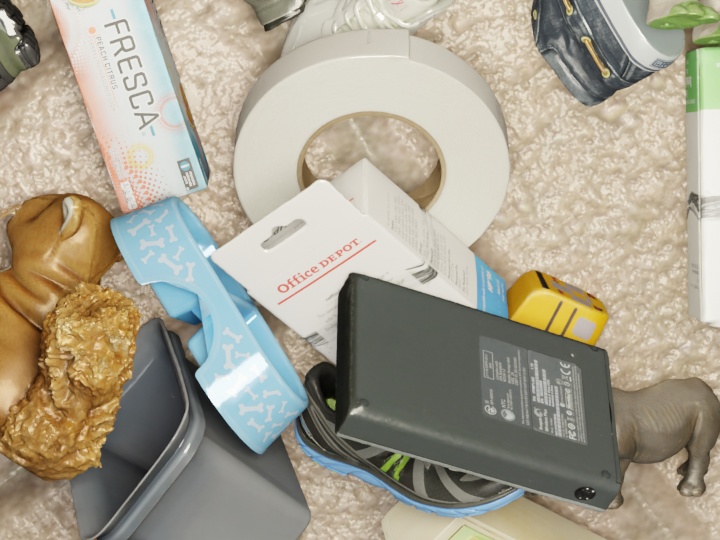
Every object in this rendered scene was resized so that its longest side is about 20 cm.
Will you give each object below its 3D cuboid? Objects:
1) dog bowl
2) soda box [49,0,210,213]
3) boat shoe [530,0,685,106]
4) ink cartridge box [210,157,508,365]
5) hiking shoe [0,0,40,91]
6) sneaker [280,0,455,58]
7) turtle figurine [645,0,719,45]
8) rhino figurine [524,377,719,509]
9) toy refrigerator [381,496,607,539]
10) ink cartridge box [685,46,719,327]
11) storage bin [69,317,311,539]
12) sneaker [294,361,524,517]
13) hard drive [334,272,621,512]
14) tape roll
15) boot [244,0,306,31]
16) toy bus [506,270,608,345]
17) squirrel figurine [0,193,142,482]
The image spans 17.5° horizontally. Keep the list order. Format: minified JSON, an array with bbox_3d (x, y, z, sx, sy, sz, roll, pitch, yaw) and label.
[{"bbox_3d":[-0.104,0.034,1.661,0.050,0.111,0.200,-33,79,5],"label":"dog bowl"},{"bbox_3d":[-0.170,-0.148,1.691,0.068,0.064,0.200,-17,104,3],"label":"soda box"},{"bbox_3d":[0.149,-0.218,1.677,0.091,0.071,0.200,-32,79,42],"label":"boat shoe"},{"bbox_3d":[0.000,0.000,1.678,0.116,0.068,0.200,-33,123,26],"label":"ink cartridge box"},{"bbox_3d":[-0.326,-0.196,1.671,0.101,0.076,0.200,-43,101,5],"label":"hiking shoe"},{"bbox_3d":[0.016,-0.192,1.664,0.078,0.099,0.200,44,99,-9],"label":"sneaker"},{"bbox_3d":[0.263,-0.262,1.615,0.200,0.144,0.194,1,84,4],"label":"turtle figurine"},{"bbox_3d":[0.186,0.126,1.724,0.200,0.060,0.087,-5,110,-29],"label":"rhino figurine"},{"bbox_3d":[0.119,0.221,1.735,0.200,0.070,0.076,30,115,-30],"label":"toy refrigerator"},{"bbox_3d":[0.310,-0.062,1.691,0.146,0.084,0.200,0,93,0],"label":"ink cartridge box"},{"bbox_3d":[-0.126,0.152,1.700,0.134,0.200,0.146,34,101,-21],"label":"storage bin"},{"bbox_3d":[0.038,0.116,1.656,0.200,0.071,0.083,17,126,27],"label":"sneaker"},{"bbox_3d":[0.080,0.082,1.610,0.200,0.140,0.033,18,131,-15],"label":"hard drive"},{"bbox_3d":[0.008,-0.081,1.681,0.203,0.037,0.203,1,129,1],"label":"tape roll"},{"bbox_3d":[-0.040,-0.277,1.658,0.131,0.068,0.200,40,108,-3],"label":"boot"},{"bbox_3d":[0.106,0.100,1.752,0.078,0.065,0.200,24,101,-9],"label":"toy bus"},{"bbox_3d":[-0.220,0.042,1.680,0.187,0.200,0.142,-55,142,-6],"label":"squirrel figurine"}]
